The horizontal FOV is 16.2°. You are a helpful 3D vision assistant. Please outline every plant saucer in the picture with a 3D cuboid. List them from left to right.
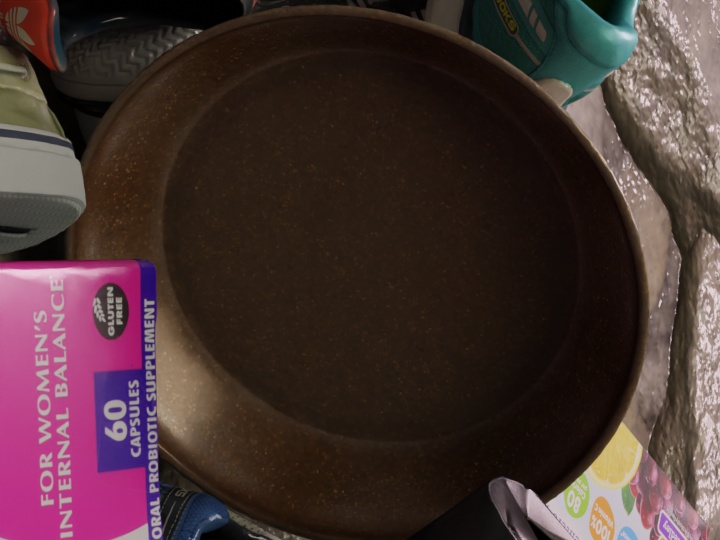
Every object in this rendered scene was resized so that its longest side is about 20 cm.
[{"bbox_3d":[0.000,0.000,0.849,0.037,0.199,0.201,-63,139,-61],"label":"plant saucer"}]

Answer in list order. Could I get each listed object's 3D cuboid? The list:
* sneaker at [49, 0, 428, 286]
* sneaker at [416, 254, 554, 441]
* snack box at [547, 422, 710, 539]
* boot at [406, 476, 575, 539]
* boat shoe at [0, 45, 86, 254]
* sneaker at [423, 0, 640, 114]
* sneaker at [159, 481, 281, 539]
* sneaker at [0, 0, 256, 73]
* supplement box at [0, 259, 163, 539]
[{"bbox_3d":[-0.010,-0.059,0.921,0.199,0.075,0.116,-18,116,-18],"label":"sneaker"},{"bbox_3d":[0.032,0.047,0.945,0.078,0.079,0.201,-43,158,-31],"label":"sneaker"},{"bbox_3d":[0.080,0.128,1.105,0.200,0.053,0.143,47,52,-43],"label":"snack box"},{"bbox_3d":[-0.028,0.127,0.807,0.165,0.199,0.066,40,31,-41],"label":"boot"},{"bbox_3d":[-0.163,-0.044,0.764,0.200,0.072,0.062,10,55,-59],"label":"boat shoe"},{"bbox_3d":[0.084,-0.141,0.870,0.077,0.080,0.201,25,63,-27],"label":"sneaker"},{"bbox_3d":[-0.037,0.140,0.904,0.200,0.085,0.077,48,50,-44],"label":"sneaker"},{"bbox_3d":[-0.036,-0.123,0.842,0.199,0.085,0.075,-27,144,-10],"label":"sneaker"},{"bbox_3d":[-0.156,0.049,0.724,0.199,0.103,0.102,-2,91,-54],"label":"supplement box"}]
